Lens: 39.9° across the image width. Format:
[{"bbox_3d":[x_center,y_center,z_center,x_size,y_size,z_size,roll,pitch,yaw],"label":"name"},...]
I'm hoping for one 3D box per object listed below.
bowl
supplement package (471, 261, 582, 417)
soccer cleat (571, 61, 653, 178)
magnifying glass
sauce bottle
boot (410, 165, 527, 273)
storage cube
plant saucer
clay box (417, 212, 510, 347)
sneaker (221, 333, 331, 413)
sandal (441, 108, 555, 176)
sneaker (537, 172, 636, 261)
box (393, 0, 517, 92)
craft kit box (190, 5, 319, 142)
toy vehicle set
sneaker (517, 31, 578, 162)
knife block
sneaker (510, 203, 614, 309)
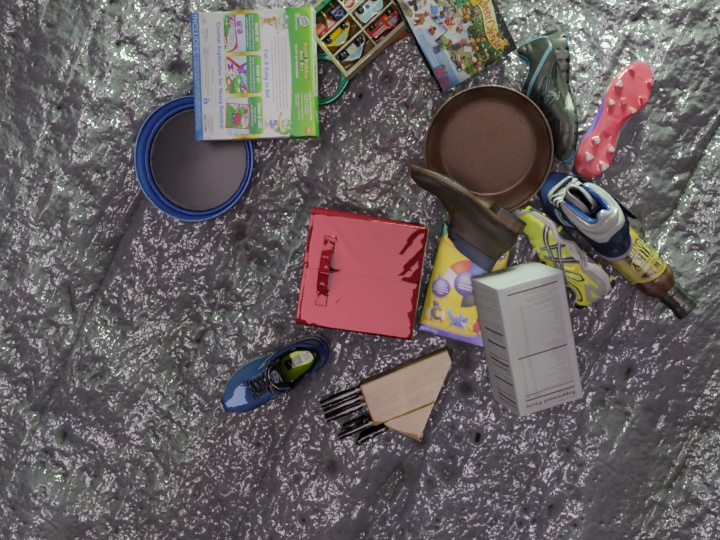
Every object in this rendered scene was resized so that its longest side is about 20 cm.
[{"bbox_3d":[-0.269,-0.181,1.614,0.197,0.039,0.204,0,93,6],"label":"bowl"},{"bbox_3d":[0.253,0.102,1.514,0.112,0.109,0.203,-14,101,-12],"label":"supplement package"},{"bbox_3d":[0.386,-0.233,1.534,0.066,0.076,0.202,29,81,-11],"label":"soccer cleat"},{"bbox_3d":[-0.015,-0.336,1.586,0.198,0.022,0.080,-31,86,5],"label":"magnifying glass"},{"bbox_3d":[0.438,-0.007,1.539,0.200,0.065,0.065,42,97,1],"label":"sauce bottle"},{"bbox_3d":[0.147,-0.079,1.507,0.198,0.075,0.098,29,99,-5],"label":"boot"},{"bbox_3d":[0.000,0.000,1.523,0.177,0.200,0.174,8,94,-1],"label":"storage cube"},{"bbox_3d":[0.196,-0.186,1.527,0.197,0.037,0.203,2,108,6],"label":"plant saucer"},{"bbox_3d":[0.168,0.009,1.576,0.113,0.048,0.203,14,96,4],"label":"clay box"},{"bbox_3d":[-0.143,0.167,1.598,0.199,0.089,0.079,-32,89,7],"label":"sneaker"},{"bbox_3d":[0.209,-0.199,1.566,0.198,0.043,0.077,24,105,-1],"label":"sandal"},{"bbox_3d":[0.320,-0.109,1.465,0.080,0.146,0.201,-41,53,3],"label":"sneaker"},{"bbox_3d":[0.137,-0.397,1.524,0.135,0.038,0.202,-30,107,1],"label":"box"},{"bbox_3d":[-0.165,-0.306,1.553,0.194,0.048,0.203,0,94,10],"label":"craft kit box"},{"bbox_3d":[0.015,-0.414,1.563,0.200,0.027,0.125,-42,81,4],"label":"toy vehicle set"},{"bbox_3d":[0.293,-0.264,1.539,0.081,0.073,0.203,-8,82,10],"label":"sneaker"},{"bbox_3d":[0.037,0.189,1.593,0.174,0.064,0.202,23,96,3],"label":"knife block"},{"bbox_3d":[0.304,-0.023,1.547,0.200,0.075,0.076,44,97,3],"label":"sneaker"}]
